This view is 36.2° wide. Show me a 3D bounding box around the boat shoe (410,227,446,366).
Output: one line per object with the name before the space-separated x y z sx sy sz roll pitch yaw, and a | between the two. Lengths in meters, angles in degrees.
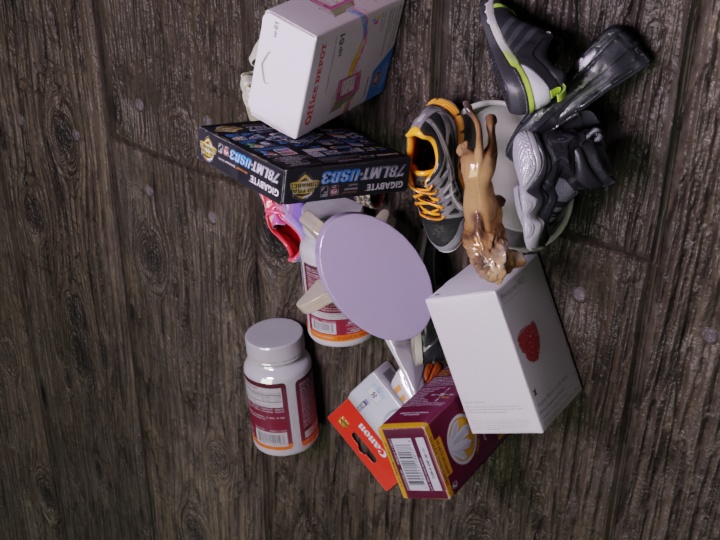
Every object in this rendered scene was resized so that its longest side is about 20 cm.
boat shoe | 0.104 0.036 1.553 0.066 0.072 0.204 -2 110 0

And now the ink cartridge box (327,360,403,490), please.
ink cartridge box | 0.032 0.258 1.738 0.161 0.047 0.200 50 133 6

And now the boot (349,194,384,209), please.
boot | -0.033 -0.190 1.530 0.152 0.073 0.207 19 125 27

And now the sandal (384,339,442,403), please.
sandal | 0.073 0.144 1.626 0.059 0.079 0.209 -32 82 47

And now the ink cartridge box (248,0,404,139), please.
ink cartridge box | -0.042 -0.274 1.393 0.084 0.199 0.146 32 131 22

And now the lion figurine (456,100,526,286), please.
lion figurine | 0.146 -0.091 1.325 0.071 0.123 0.202 -11 118 14

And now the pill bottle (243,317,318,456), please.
pill bottle | -0.131 0.189 1.793 0.113 0.114 0.203 16 123 33

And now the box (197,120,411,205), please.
box | -0.071 -0.141 1.371 0.197 0.198 0.051 29 120 45

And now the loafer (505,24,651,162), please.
loafer | 0.246 -0.190 1.263 0.070 0.068 0.201 44 116 0

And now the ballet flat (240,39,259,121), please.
ballet flat | -0.136 -0.282 1.562 0.069 0.069 0.201 44 131 12

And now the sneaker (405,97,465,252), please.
sneaker | 0.092 -0.113 1.405 0.077 0.077 0.203 9 120 35

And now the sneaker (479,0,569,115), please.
sneaker | 0.192 -0.249 1.263 0.081 0.202 0.072 -15 138 6

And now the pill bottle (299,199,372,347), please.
pill bottle | -0.033 0.000 1.605 0.108 0.109 0.203 16 123 33

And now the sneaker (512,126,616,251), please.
sneaker | 0.239 -0.094 1.284 0.112 0.077 0.201 -11 147 3

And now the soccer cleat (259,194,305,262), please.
soccer cleat | -0.123 -0.107 1.646 0.066 0.076 0.202 -29 94 46

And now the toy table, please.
toy table | 0.000 0.000 1.484 0.202 0.183 0.117 59 166 -23

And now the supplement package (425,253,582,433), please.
supplement package | 0.192 0.099 1.459 0.119 0.121 0.203 -8 109 43

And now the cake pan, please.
cake pan | 0.189 -0.122 1.396 0.198 0.037 0.203 21 125 32

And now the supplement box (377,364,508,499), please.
supplement box | 0.126 0.216 1.525 0.085 0.199 0.112 -9 108 41
